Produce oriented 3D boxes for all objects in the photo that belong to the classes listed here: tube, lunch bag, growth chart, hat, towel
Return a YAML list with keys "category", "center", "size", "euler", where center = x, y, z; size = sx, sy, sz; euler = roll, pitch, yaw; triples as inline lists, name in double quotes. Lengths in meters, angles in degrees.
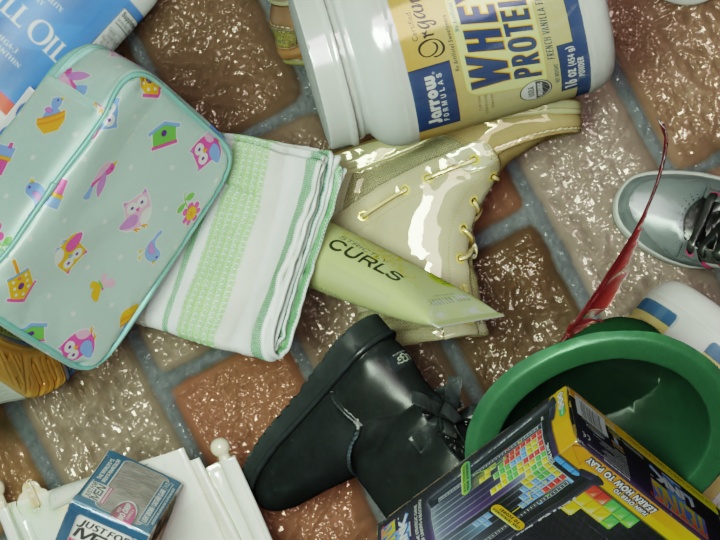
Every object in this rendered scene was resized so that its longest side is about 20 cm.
- category: "tube"
  center: [0.000, 0.000, 1.587]
  size: [0.199, 0.052, 0.058]
  euler: [25, 61, 35]
- category: "lunch bag"
  center: [-0.184, -0.038, 1.556]
  size: [0.077, 0.160, 0.200]
  euler: [33, 86, 36]
- category: "growth chart"
  center: [-0.154, 0.197, 1.628]
  size: [0.199, 0.018, 0.146]
  euler: [-13, 98, 13]
- category: "hat"
  center: [0.156, 0.051, 1.516]
  size: [0.199, 0.176, 0.166]
  euler: [-27, 124, 15]
- category: "towel"
  center: [-0.111, -0.027, 1.615]
  size: [0.199, 0.031, 0.150]
  euler: [14, 83, 37]

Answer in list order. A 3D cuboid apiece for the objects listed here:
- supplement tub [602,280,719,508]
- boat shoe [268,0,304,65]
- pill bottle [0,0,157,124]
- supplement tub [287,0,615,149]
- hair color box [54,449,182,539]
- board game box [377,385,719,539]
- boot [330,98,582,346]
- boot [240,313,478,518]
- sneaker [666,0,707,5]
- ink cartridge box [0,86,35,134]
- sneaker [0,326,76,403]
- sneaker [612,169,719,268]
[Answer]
- category: "supplement tub"
  center: [0.199, 0.124, 1.586]
  size: [0.145, 0.145, 0.200]
  euler: [41, 88, 5]
- category: "boat shoe"
  center: [0.032, -0.193, 1.663]
  size: [0.199, 0.072, 0.068]
  euler: [-9, 111, -4]
- category: "pill bottle"
  center: [-0.213, -0.197, 1.643]
  size: [0.112, 0.112, 0.200]
  euler: [41, 88, 5]
- category: "supplement tub"
  center: [0.058, -0.167, 1.560]
  size: [0.199, 0.144, 0.145]
  euler: [-16, 85, -2]
- category: "hair color box"
  center: [-0.191, 0.234, 1.581]
  size: [0.060, 0.100, 0.201]
  euler: [23, 108, 2]
- category: "board game box"
  center: [0.136, 0.184, 1.467]
  size: [0.165, 0.057, 0.200]
  euler: [-40, 120, 23]
- category: "boot"
  center: [0.077, -0.031, 1.636]
  size: [0.199, 0.073, 0.156]
  euler: [-17, 84, 7]
- category: "boot"
  center: [0.016, 0.144, 1.573]
  size: [0.163, 0.073, 0.199]
  euler: [48, 128, 17]
- category: "sneaker"
  center: [0.187, -0.274, 1.640]
  size: [0.075, 0.105, 0.200]
  euler: [-41, 86, -4]
- category: "ink cartridge box"
  center: [-0.259, -0.031, 1.622]
  size: [0.044, 0.094, 0.200]
  euler: [41, 96, 18]
- category: "sneaker"
  center: [-0.276, 0.068, 1.614]
  size: [0.088, 0.200, 0.076]
  euler: [-4, 110, 41]
- category: "sneaker"
  center: [0.273, -0.023, 1.607]
  size: [0.199, 0.121, 0.084]
  euler: [17, 86, 4]
